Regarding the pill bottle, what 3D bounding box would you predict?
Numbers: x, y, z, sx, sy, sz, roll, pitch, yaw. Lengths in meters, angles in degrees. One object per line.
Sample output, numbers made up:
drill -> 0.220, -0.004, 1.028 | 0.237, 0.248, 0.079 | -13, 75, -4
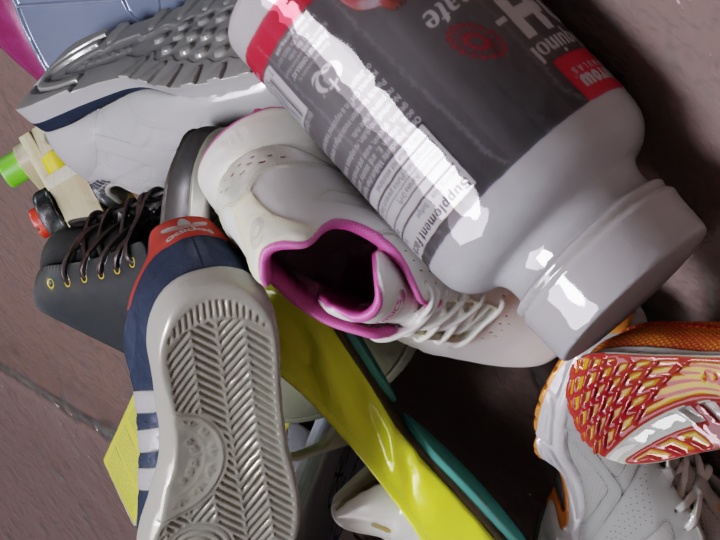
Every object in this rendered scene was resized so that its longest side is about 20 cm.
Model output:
pill bottle -> 0.047, -0.062, 1.229 | 0.200, 0.111, 0.111 | 48, 157, 10

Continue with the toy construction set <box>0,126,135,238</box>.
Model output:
toy construction set -> -0.121, -0.015, 1.615 | 0.200, 0.092, 0.131 | 46, -176, 12

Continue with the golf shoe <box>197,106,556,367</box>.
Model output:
golf shoe -> 0.016, 0.007, 1.289 | 0.199, 0.075, 0.092 | 26, -152, -29

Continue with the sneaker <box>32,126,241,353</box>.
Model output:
sneaker -> -0.105, -0.009, 1.400 | 0.106, 0.075, 0.200 | 22, 147, 10

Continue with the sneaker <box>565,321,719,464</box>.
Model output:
sneaker -> 0.180, 0.048, 1.213 | 0.199, 0.077, 0.073 | 12, 116, 37

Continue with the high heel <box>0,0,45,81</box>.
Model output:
high heel -> -0.131, -0.083, 1.561 | 0.096, 0.067, 0.201 | -22, 93, 35

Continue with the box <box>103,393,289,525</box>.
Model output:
box -> -0.067, 0.049, 1.549 | 0.050, 0.075, 0.200 | 62, 139, 34

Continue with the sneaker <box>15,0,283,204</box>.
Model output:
sneaker -> -0.076, -0.079, 1.403 | 0.199, 0.076, 0.081 | -7, 124, 50

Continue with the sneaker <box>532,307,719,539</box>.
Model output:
sneaker -> 0.133, 0.088, 1.361 | 0.092, 0.076, 0.201 | 19, 143, 19

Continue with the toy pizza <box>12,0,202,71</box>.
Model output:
toy pizza -> -0.099, -0.139, 1.454 | 0.200, 0.032, 0.201 | 24, 130, 32

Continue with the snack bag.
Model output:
snack bag -> -0.023, 0.117, 1.542 | 0.021, 0.189, 0.200 | 17, 149, 7

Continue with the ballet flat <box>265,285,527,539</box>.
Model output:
ballet flat -> 0.001, 0.079, 1.364 | 0.200, 0.067, 0.067 | 53, -178, -12

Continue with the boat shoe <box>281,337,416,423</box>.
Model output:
boat shoe -> -0.002, -0.001, 1.408 | 0.074, 0.066, 0.200 | 17, 139, -16

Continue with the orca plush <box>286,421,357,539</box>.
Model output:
orca plush -> -0.048, 0.140, 1.708 | 0.200, 0.071, 0.106 | 43, -137, -69

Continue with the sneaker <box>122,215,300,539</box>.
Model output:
sneaker -> -0.070, 0.064, 1.313 | 0.085, 0.075, 0.201 | -115, 25, -50
